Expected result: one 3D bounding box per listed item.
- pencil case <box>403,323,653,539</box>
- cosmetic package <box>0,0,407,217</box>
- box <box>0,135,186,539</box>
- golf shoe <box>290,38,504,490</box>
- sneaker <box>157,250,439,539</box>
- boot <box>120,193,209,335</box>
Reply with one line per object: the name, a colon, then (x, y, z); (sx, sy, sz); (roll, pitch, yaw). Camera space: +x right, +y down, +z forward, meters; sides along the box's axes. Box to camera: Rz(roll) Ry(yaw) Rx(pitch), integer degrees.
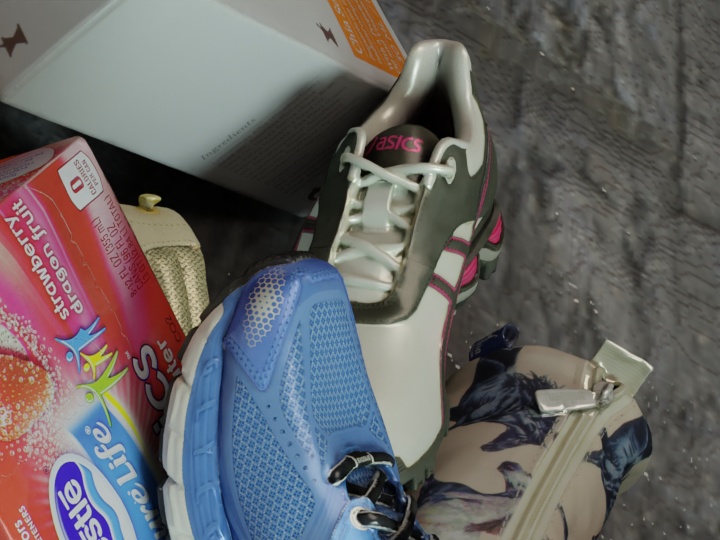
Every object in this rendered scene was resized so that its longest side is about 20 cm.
pencil case: (0.037, 0.102, 0.853); (0.078, 0.090, 0.200); (28, 39, 2)
cosmetic package: (-0.063, -0.095, 0.913); (0.200, 0.071, 0.102); (19, 40, -60)
box: (-0.088, 0.079, 0.700); (0.201, 0.095, 0.100); (64, 34, -16)
golf shoe: (0.000, 0.000, 0.872); (0.077, 0.088, 0.200); (9, 35, 9)
sneaker: (0.012, 0.090, 0.674); (0.078, 0.089, 0.201); (-16, 91, -58)
boot: (-0.134, -0.018, 0.826); (0.155, 0.073, 0.201); (-5, 61, -43)
